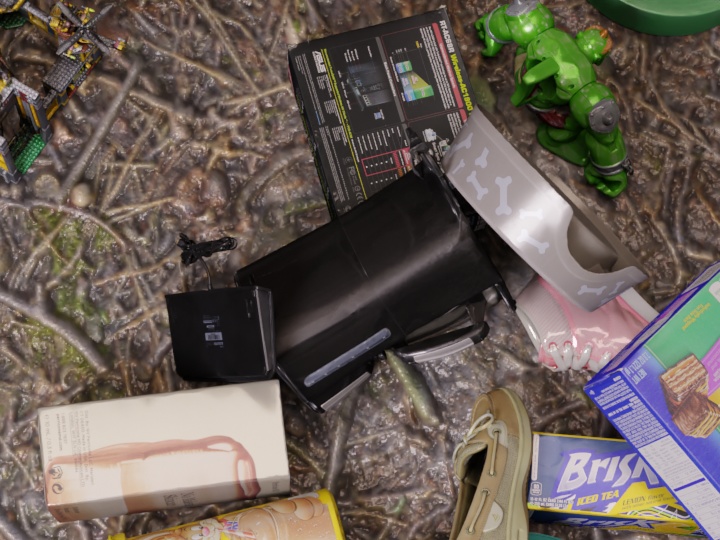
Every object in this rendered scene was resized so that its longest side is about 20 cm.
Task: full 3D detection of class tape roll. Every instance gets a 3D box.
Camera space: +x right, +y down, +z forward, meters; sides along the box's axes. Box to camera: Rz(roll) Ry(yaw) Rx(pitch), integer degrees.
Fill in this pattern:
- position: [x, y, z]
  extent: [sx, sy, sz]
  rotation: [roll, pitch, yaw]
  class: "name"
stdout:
- position: [0.286, -0.317, 1.826]
  extent: [0.200, 0.048, 0.201]
  rotation: [1, 72, -2]
  class: "tape roll"

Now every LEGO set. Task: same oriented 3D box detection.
- position: [-0.316, -0.181, 1.727]
  extent: [0.154, 0.116, 0.200]
  rotation: [39, 75, 10]
  class: "LEGO set"

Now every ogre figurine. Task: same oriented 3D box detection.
- position: [0.174, -0.163, 1.737]
  extent: [0.098, 0.120, 0.200]
  rotation: [-14, 74, -6]
  class: "ogre figurine"

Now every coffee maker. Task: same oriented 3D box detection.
- position: [0.000, 0.000, 1.632]
  extent: [0.200, 0.135, 0.192]
  rotation: [-30, 113, 3]
  class: "coffee maker"

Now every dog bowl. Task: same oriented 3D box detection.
- position: [0.146, -0.047, 1.612]
  extent: [0.059, 0.200, 0.200]
  rotation: [-45, 78, 8]
  class: "dog bowl"

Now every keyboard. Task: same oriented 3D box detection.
- position: [-0.117, 0.028, 1.627]
  extent: [0.021, 0.200, 0.127]
  rotation: [-9, 91, -28]
  class: "keyboard"

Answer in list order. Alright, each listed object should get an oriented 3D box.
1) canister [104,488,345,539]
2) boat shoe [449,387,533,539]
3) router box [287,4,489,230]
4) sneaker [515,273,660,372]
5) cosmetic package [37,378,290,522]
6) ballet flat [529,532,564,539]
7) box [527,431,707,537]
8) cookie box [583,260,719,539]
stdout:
- position: [-0.104, 0.269, 1.612]
  extent: [0.200, 0.087, 0.149]
  rotation: [-14, 74, -8]
  class: "canister"
- position: [0.099, 0.174, 1.623]
  extent: [0.063, 0.073, 0.201]
  rotation: [17, 48, -13]
  class: "boat shoe"
- position: [0.031, -0.120, 1.748]
  extent: [0.150, 0.062, 0.200]
  rotation: [-14, 74, -6]
  class: "router box"
- position: [0.214, 0.072, 1.690]
  extent: [0.105, 0.075, 0.200]
  rotation: [-40, 74, -13]
  class: "sneaker"
- position: [-0.160, 0.151, 1.638]
  extent: [0.200, 0.103, 0.087]
  rotation: [-7, 75, -2]
  class: "cosmetic package"
- position: [0.092, 0.255, 1.633]
  extent: [0.200, 0.062, 0.068]
  rotation: [1, 53, -23]
  class: "ballet flat"
- position: [0.235, 0.182, 1.661]
  extent: [0.200, 0.064, 0.070]
  rotation: [5, 72, 0]
  class: "box"
- position: [0.312, 0.112, 1.604]
  extent: [0.171, 0.075, 0.200]
  rotation: [-41, 90, -24]
  class: "cookie box"
